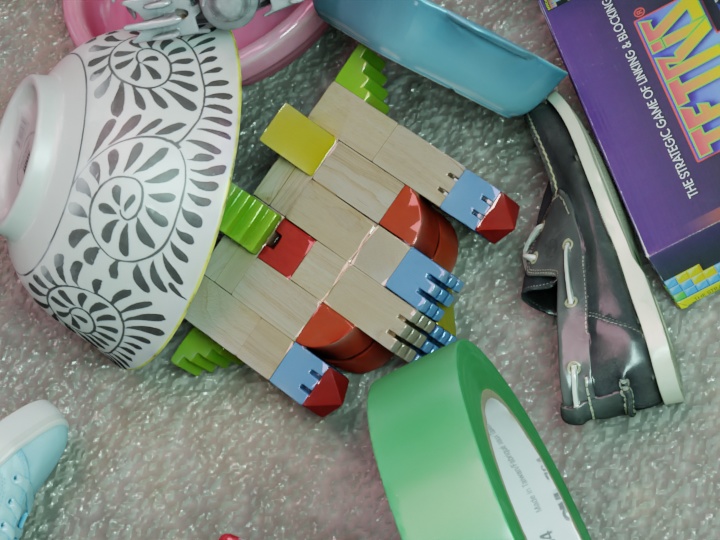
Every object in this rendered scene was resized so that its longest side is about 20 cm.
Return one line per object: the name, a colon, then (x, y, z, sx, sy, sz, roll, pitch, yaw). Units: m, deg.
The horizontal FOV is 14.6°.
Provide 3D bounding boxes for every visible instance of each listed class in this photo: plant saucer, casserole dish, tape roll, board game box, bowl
plant saucer: (-0.080, -0.181, 1.681, 0.200, 0.051, 0.201, -14, 54, 20)
casserole dish: (0.036, -0.126, 1.516, 0.039, 0.121, 0.200, -62, 21, 6)
tape roll: (0.069, 0.131, 1.288, 0.048, 0.200, 0.200, -26, 50, 10)
board game box: (0.200, -0.101, 1.470, 0.165, 0.057, 0.200, -27, 50, 9)
bowl: (-0.146, -0.054, 1.531, 0.201, 0.094, 0.201, -46, 36, 50)

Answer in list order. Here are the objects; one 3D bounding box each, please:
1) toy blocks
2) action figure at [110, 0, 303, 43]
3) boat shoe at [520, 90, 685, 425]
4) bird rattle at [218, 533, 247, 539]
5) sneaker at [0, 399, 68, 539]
toy blocks: (0.000, 0.000, 1.495, 0.137, 0.100, 0.200, 35, 90, 31)
action figure: (-0.079, -0.178, 1.535, 0.130, 0.069, 0.200, -5, 23, -3)
boat shoe: (0.109, -0.010, 1.446, 0.068, 0.072, 0.200, -21, 53, 10)
bird rattle: (-0.039, 0.235, 1.370, 0.163, 0.113, 0.200, 33, 65, 28)
sneaker: (-0.208, 0.164, 1.517, 0.082, 0.074, 0.200, 35, 72, 10)
